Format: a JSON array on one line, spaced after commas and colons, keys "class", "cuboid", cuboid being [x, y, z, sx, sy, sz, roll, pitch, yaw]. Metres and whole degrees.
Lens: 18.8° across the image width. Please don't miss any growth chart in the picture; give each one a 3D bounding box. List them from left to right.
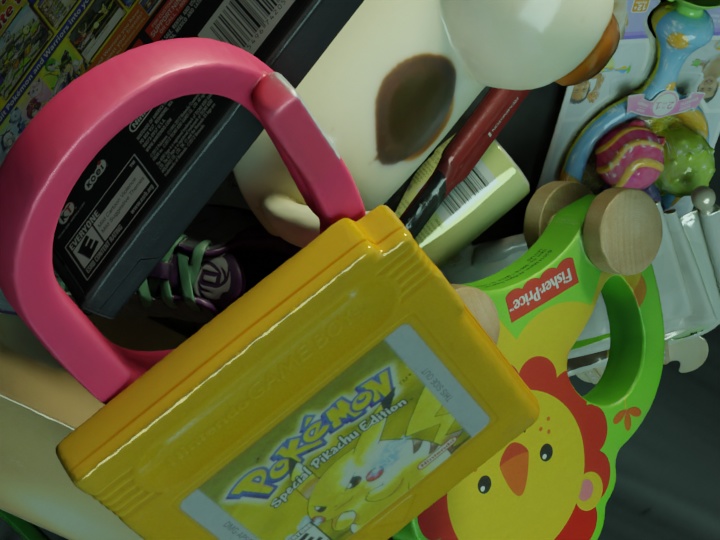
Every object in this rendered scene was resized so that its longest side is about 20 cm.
[{"class": "growth chart", "cuboid": [0.123, 0.017, 1.245, 0.199, 0.018, 0.145, -10, 133, 2]}]

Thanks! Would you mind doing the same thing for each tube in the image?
[{"class": "tube", "cuboid": [0.000, 0.000, 1.174, 0.200, 0.058, 0.052, -40, 103, -4]}]

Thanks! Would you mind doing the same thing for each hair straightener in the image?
[{"class": "hair straightener", "cuboid": [0.014, -0.053, 1.142, 0.200, 0.077, 0.041, -57, 159, 2]}]

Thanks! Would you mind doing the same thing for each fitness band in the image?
[{"class": "fitness band", "cuboid": [-0.073, -0.014, 0.894, 0.143, 0.037, 0.200, -36, 145, -3]}]

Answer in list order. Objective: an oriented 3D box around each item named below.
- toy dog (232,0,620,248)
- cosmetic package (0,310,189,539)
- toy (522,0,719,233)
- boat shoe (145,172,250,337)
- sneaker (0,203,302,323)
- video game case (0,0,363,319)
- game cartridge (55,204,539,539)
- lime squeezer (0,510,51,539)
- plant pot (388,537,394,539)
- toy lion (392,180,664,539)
[{"class": "toy dog", "cuboid": [0.020, -0.114, 1.018, 0.200, 0.194, 0.140, -28, 124, 4]}, {"class": "cosmetic package", "cuboid": [-0.161, 0.057, 1.052, 0.200, 0.105, 0.071, 26, 125, -20]}, {"class": "toy", "cuboid": [0.164, -0.069, 1.223, 0.115, 0.047, 0.201, -4, 125, -24]}, {"class": "boat shoe", "cuboid": [-0.102, 0.036, 1.138, 0.071, 0.069, 0.200, 12, 117, -35]}, {"class": "sneaker", "cuboid": [-0.102, -0.010, 1.012, 0.199, 0.087, 0.075, 3, 95, -30]}, {"class": "video game case", "cuboid": [-0.095, -0.110, 0.957, 0.025, 0.181, 0.200, 24, 110, -48]}, {"class": "game cartridge", "cuboid": [-0.020, 0.072, 0.982, 0.176, 0.032, 0.200, -39, 147, 1]}, {"class": "lime squeezer", "cuboid": [-0.121, 0.139, 1.134, 0.199, 0.071, 0.038, -5, 143, 22]}, {"class": "plant pot", "cuboid": [-0.016, 0.162, 1.222, 0.134, 0.200, 0.201, -42, 145, -44]}, {"class": "toy lion", "cuboid": [0.088, 0.074, 1.142, 0.200, 0.069, 0.192, -30, 113, -32]}]
